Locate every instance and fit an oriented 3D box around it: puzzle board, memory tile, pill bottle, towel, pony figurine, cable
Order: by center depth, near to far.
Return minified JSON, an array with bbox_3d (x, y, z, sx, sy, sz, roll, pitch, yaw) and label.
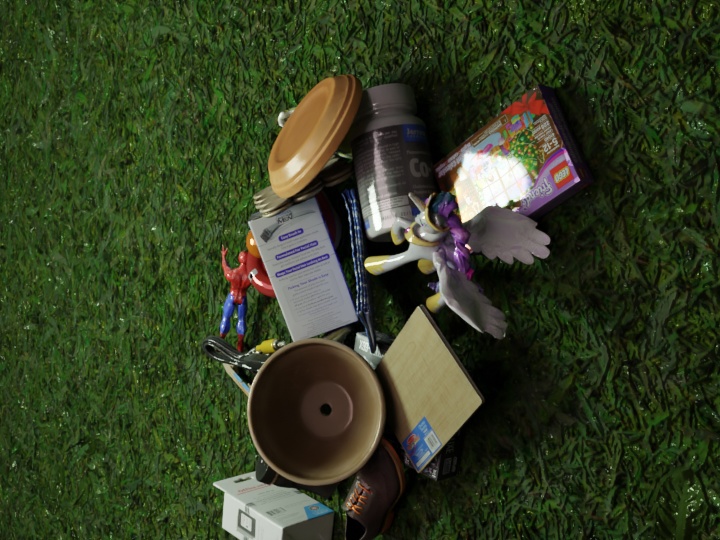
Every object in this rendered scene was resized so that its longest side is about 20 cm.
[{"bbox_3d":[0.114,-0.013,1.086,0.168,0.192,0.200,-60,6,-25],"label":"pony figurine"},{"bbox_3d":[0.083,0.163,1.167,0.152,0.017,0.201,56,142,24],"label":"puzzle board"},{"bbox_3d":[0.046,-0.150,1.222,0.113,0.113,0.204,-16,81,45],"label":"pill bottle"},{"bbox_3d":[0.000,0.000,1.244,0.023,0.145,0.203,-7,63,4],"label":"towel"},{"bbox_3d":[-0.089,-0.128,1.306,0.017,0.152,0.200,64,176,-16],"label":"memory tile"},{"bbox_3d":[-0.186,0.153,1.507,0.198,0.050,0.098,7,130,39],"label":"cable"}]

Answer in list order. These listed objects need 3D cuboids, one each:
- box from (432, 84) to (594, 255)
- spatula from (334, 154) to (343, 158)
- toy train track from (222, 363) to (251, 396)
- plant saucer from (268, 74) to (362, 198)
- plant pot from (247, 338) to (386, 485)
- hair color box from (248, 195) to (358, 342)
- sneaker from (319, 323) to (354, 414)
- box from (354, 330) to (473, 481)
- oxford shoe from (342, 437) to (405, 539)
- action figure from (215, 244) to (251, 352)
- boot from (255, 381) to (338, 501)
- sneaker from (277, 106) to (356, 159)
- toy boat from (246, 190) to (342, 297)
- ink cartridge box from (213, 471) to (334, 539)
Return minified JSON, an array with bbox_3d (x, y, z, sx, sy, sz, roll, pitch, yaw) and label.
[{"bbox_3d":[0.192,-0.126,1.124,0.199,0.039,0.139,-36,67,41],"label":"box"},{"bbox_3d":[-0.082,-0.183,1.373,0.199,0.056,0.021,-4,64,67],"label":"spatula"},{"bbox_3d":[-0.183,0.214,1.529,0.199,0.032,0.116,37,152,45],"label":"toy train track"},{"bbox_3d":[-0.072,-0.197,1.227,0.200,0.037,0.202,-44,27,29],"label":"plant saucer"},{"bbox_3d":[-0.057,0.201,1.248,0.197,0.093,0.205,-1,84,9],"label":"plant pot"},{"bbox_3d":[-0.085,-0.005,1.319,0.065,0.108,0.203,-103,-6,-75],"label":"hair color box"},{"bbox_3d":[-0.049,0.163,1.384,0.088,0.077,0.201,38,121,7],"label":"sneaker"},{"bbox_3d":[0.065,0.192,1.263,0.198,0.049,0.161,17,104,44],"label":"box"},{"bbox_3d":[0.015,0.330,1.267,0.071,0.072,0.203,31,131,34],"label":"oxford shoe"},{"bbox_3d":[-0.221,0.038,1.539,0.100,0.064,0.202,-105,26,-52],"label":"action figure"},{"bbox_3d":[-0.065,0.259,1.368,0.202,0.137,0.078,-62,22,13],"label":"boot"},{"bbox_3d":[-0.049,-0.216,1.346,0.198,0.076,0.077,11,98,43],"label":"sneaker"},{"bbox_3d":[-0.129,-0.045,1.397,0.201,0.129,0.131,-51,57,34],"label":"toy boat"},{"bbox_3d":[-0.151,0.409,1.450,0.198,0.115,0.068,15,103,45],"label":"ink cartridge box"}]
